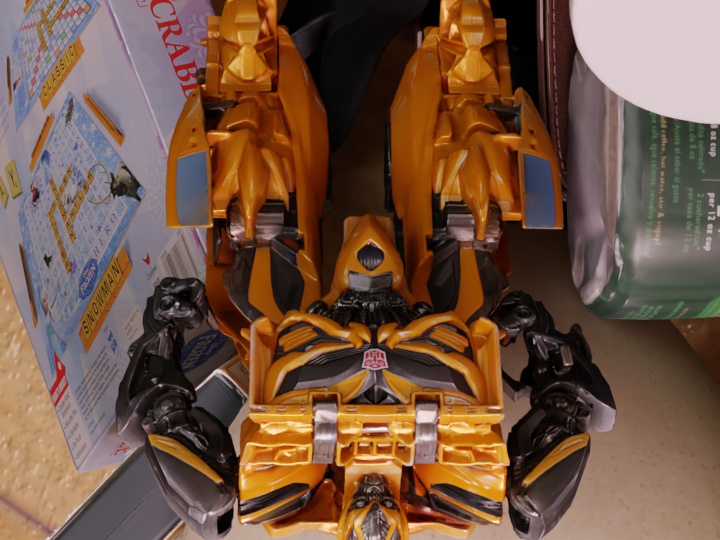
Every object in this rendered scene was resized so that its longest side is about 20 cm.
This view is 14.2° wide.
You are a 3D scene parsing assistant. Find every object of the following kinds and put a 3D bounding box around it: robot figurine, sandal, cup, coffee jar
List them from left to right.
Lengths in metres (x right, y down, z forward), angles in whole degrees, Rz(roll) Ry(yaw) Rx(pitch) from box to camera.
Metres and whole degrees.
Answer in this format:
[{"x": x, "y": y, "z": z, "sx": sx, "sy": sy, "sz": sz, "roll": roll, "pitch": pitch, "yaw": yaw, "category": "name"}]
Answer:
[{"x": -0.014, "y": -0.101, "z": 1.058, "sx": 0.200, "sy": 0.043, "sz": 0.076, "roll": 125, "pitch": 147, "yaw": -66, "category": "sandal"}, {"x": 0.000, "y": 0.000, "z": 0.857, "sx": 0.058, "sy": 0.145, "sz": 0.200, "roll": 93, "pitch": 176, "yaw": -46, "category": "robot figurine"}, {"x": 0.061, "y": 0.106, "z": 0.923, "sx": 0.143, "sy": 0.200, "sz": 0.200, "roll": 39, "pitch": 107, "yaw": 40, "category": "cup"}, {"x": 0.167, "y": -0.033, "z": 0.887, "sx": 0.200, "sy": 0.085, "sz": 0.104, "roll": 3, "pitch": 81, "yaw": -6, "category": "coffee jar"}]

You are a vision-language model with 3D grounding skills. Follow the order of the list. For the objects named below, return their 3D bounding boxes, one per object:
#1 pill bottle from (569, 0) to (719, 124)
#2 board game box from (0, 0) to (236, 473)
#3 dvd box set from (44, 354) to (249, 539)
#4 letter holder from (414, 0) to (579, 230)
[{"x": 0.101, "y": -0.145, "z": 0.831, "sx": 0.114, "sy": 0.114, "sz": 0.200, "roll": -28, "pitch": 43, "yaw": 31, "category": "pill bottle"}, {"x": -0.100, "y": -0.050, "z": 1.108, "sx": 0.200, "sy": 0.041, "sz": 0.200, "roll": 68, "pitch": 153, "yaw": 16, "category": "board game box"}, {"x": -0.049, "y": 0.065, "z": 1.027, "sx": 0.029, "sy": 0.200, "sz": 0.146, "roll": 46, "pitch": 114, "yaw": 5, "category": "dvd box set"}, {"x": 0.067, "y": -0.113, "z": 0.996, "sx": 0.100, "sy": 0.142, "sz": 0.200, "roll": -2, "pitch": 82, "yaw": 37, "category": "letter holder"}]
